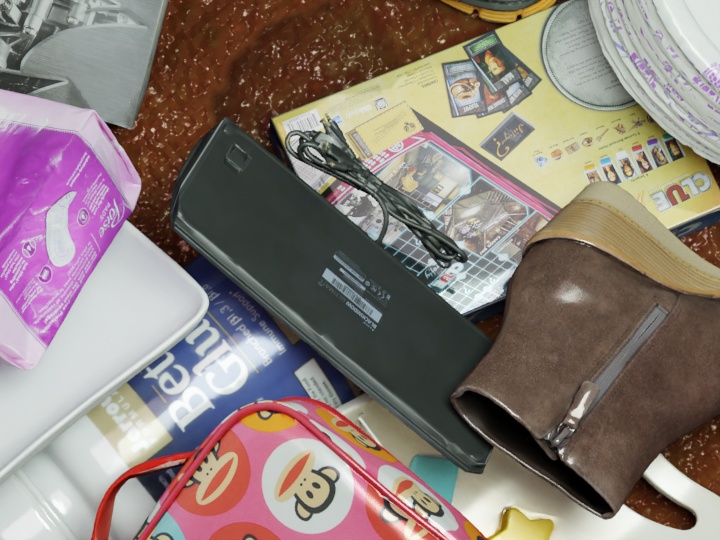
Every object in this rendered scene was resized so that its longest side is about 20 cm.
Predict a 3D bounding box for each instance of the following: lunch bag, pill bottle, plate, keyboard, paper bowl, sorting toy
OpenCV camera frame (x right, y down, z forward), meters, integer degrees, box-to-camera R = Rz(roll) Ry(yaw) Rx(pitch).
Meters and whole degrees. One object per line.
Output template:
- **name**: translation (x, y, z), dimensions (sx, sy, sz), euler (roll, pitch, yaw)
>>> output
- **lunch bag**: translation (-0.052, 0.160, 1.357), dimensions (0.176, 0.082, 0.200), euler (39, 98, 9)
- **pill bottle**: translation (-0.095, 0.075, 1.443), dimensions (0.200, 0.111, 0.111), euler (-39, 81, -11)
- **plate**: translation (-0.196, 0.033, 1.419), dimensions (0.200, 0.032, 0.200), euler (-41, 52, -11)
- **keyboard**: translation (0.000, 0.000, 1.414), dimensions (0.200, 0.021, 0.127), euler (41, 45, -12)
- **paper bowl**: translation (0.209, -0.139, 1.497), dimensions (0.201, 0.104, 0.201), euler (9, 66, -20)
- **sorting toy**: translation (0.087, 0.128, 1.452), dimensions (0.180, 0.107, 0.200), euler (-34, 79, -18)

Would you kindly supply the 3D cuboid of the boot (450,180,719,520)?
- **boot**: translation (0.149, 0.065, 1.441), dimensions (0.200, 0.072, 0.166), euler (36, 51, -6)

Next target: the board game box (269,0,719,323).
- **board game box**: translation (0.070, -0.051, 1.521), dimensions (0.200, 0.035, 0.136), euler (-22, 78, -8)

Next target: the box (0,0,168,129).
- **box**: translation (-0.165, -0.179, 1.461), dimensions (0.158, 0.200, 0.048), euler (17, 39, -2)

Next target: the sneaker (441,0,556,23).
- **sneaker**: translation (0.012, -0.186, 1.530), dimensions (0.200, 0.077, 0.078), euler (11, 78, 1)

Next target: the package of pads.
- **package of pads**: translation (-0.218, -0.034, 1.409), dimensions (0.200, 0.076, 0.121), euler (16, 64, 30)
